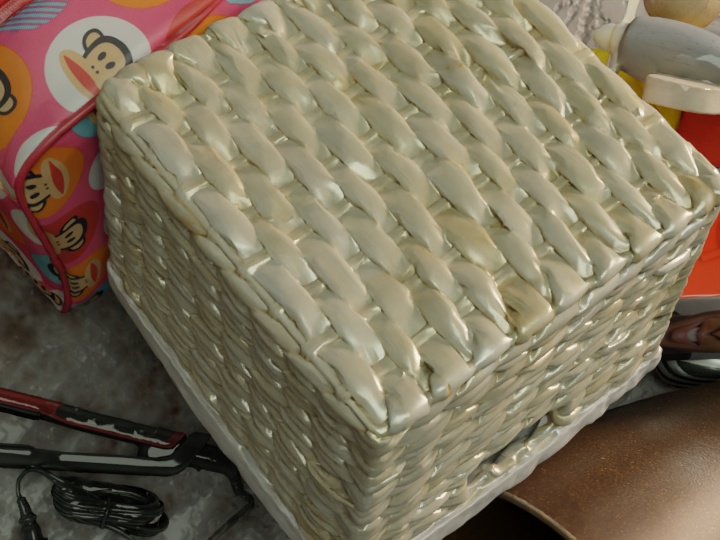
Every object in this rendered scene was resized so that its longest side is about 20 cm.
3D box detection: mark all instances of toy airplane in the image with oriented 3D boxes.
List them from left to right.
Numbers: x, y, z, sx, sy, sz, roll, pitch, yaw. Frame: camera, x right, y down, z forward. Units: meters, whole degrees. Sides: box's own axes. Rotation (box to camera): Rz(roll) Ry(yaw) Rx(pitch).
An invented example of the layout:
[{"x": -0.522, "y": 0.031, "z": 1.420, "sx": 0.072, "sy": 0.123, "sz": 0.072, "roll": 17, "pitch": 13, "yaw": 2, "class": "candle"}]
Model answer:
[{"x": 0.190, "y": -0.102, "z": 0.734, "sx": 0.196, "sy": 0.200, "sz": 0.143, "roll": -9, "pitch": 94, "yaw": -18, "class": "toy airplane"}]

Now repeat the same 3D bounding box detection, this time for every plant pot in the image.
[{"x": 0.156, "y": 0.141, "z": 0.704, "sx": 0.199, "sy": 0.187, "sz": 0.188, "roll": -30, "pitch": 89, "yaw": -31, "class": "plant pot"}]

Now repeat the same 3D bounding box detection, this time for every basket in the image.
[{"x": 0.014, "y": -0.014, "z": 0.588, "sx": 0.197, "sy": 0.162, "sz": 0.200, "roll": -32, "pitch": 66, "yaw": -22, "class": "basket"}]

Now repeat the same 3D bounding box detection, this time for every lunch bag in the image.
[{"x": -0.102, "y": -0.079, "z": 0.645, "sx": 0.176, "sy": 0.200, "sz": 0.082, "roll": -41, "pitch": 77, "yaw": -19, "class": "lunch bag"}]

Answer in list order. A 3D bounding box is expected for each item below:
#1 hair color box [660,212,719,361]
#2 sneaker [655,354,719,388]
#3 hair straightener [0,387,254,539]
[{"x": 0.166, "y": 0.004, "z": 0.720, "sx": 0.197, "sy": 0.102, "sz": 0.062, "roll": -3, "pitch": 68, "yaw": 8, "class": "hair color box"}, {"x": 0.266, "y": 0.011, "z": 0.802, "sx": 0.197, "sy": 0.075, "sz": 0.117, "roll": 4, "pitch": 76, "yaw": -14, "class": "sneaker"}, {"x": -0.148, "y": 0.106, "z": 0.690, "sx": 0.197, "sy": 0.041, "sz": 0.078, "roll": 16, "pitch": 76, "yaw": -17, "class": "hair straightener"}]
